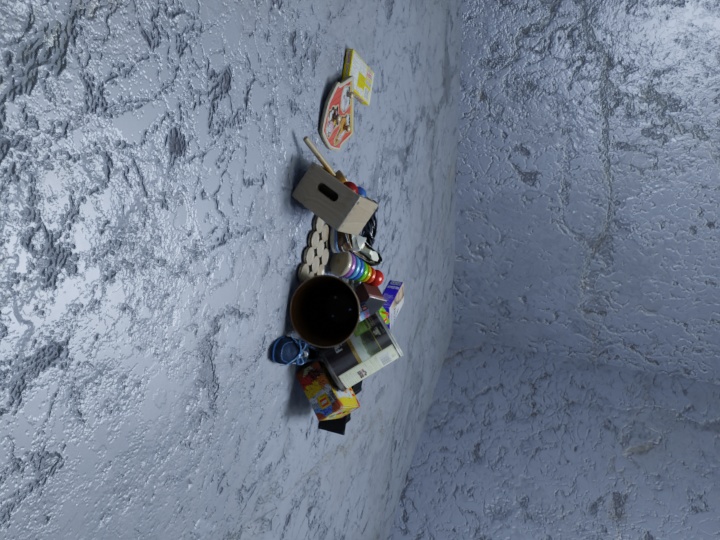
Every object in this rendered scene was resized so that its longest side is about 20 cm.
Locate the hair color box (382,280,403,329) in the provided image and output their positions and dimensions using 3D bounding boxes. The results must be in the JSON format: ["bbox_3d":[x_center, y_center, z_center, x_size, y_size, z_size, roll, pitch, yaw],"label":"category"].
[{"bbox_3d":[0.125,0.140,2.339,0.200,0.064,0.110,-59,151,-53],"label":"hair color box"}]

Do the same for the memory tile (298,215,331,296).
[{"bbox_3d":[-0.125,-0.039,1.575,0.153,0.017,0.201,62,40,-62],"label":"memory tile"}]

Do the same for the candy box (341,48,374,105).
[{"bbox_3d":[-0.005,-0.572,1.676,0.200,0.026,0.103,4,93,-71],"label":"candy box"}]

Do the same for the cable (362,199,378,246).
[{"bbox_3d":[0.023,-0.142,1.870,0.200,0.050,0.164,-95,-163,-64],"label":"cable"}]

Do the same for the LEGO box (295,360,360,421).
[{"bbox_3d":[-0.090,0.350,1.637,0.149,0.077,0.200,60,8,19],"label":"LEGO box"}]

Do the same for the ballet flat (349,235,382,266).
[{"bbox_3d":[0.001,-0.075,1.731,0.200,0.068,0.068,35,76,-40],"label":"ballet flat"}]

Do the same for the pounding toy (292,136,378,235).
[{"bbox_3d":[-0.071,-0.209,1.422,0.143,0.200,0.184,-55,165,10],"label":"pounding toy"}]

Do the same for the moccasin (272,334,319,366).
[{"bbox_3d":[-0.165,0.209,1.481,0.200,0.068,0.081,7,91,-72],"label":"moccasin"}]

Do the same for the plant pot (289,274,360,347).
[{"bbox_3d":[-0.076,0.107,1.540,0.200,0.186,0.188,8,91,-80],"label":"plant pot"}]

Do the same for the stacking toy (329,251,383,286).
[{"bbox_3d":[0.000,0.000,1.742,0.199,0.085,0.086,21,77,-45],"label":"stacking toy"}]

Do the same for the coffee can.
[{"bbox_3d":[0.000,0.227,1.584,0.147,0.199,0.146,59,-2,4],"label":"coffee can"}]

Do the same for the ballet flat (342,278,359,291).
[{"bbox_3d":[-0.026,-0.016,1.810,0.072,0.071,0.201,-7,104,-71],"label":"ballet flat"}]

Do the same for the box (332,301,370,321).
[{"bbox_3d":[-0.021,0.198,1.789,0.201,0.136,0.038,71,-6,-46],"label":"box"}]

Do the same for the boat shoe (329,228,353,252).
[{"bbox_3d":[-0.045,-0.152,1.649,0.072,0.072,0.201,19,71,-73],"label":"boat shoe"}]

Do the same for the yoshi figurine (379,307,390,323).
[{"bbox_3d":[0.033,0.159,1.986,0.112,0.113,0.200,-33,166,-11],"label":"yoshi figurine"}]

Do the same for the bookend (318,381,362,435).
[{"bbox_3d":[-0.051,0.418,1.885,0.199,0.092,0.201,-1,100,-72],"label":"bookend"}]

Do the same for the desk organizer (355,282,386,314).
[{"bbox_3d":[-0.007,0.137,1.824,0.071,0.077,0.200,15,122,-35],"label":"desk organizer"}]

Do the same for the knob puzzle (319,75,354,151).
[{"bbox_3d":[-0.056,-0.421,1.555,0.220,0.030,0.221,16,90,-72],"label":"knob puzzle"}]
